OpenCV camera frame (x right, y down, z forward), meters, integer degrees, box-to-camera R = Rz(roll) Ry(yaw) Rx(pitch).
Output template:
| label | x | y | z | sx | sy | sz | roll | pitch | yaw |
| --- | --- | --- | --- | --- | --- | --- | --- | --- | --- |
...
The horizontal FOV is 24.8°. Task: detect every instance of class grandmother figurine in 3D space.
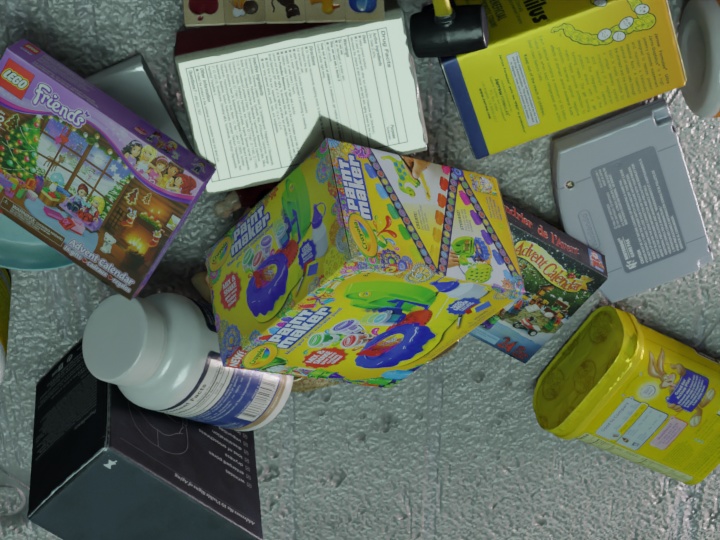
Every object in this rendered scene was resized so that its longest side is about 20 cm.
| label | x | y | z | sx | sy | sz | roll | pitch | yaw |
| --- | --- | --- | --- | --- | --- | --- | --- | --- | --- |
| grandmother figurine | -0.086 | -0.054 | 1.548 | 0.121 | 0.061 | 0.200 | 9 | 124 | -48 |

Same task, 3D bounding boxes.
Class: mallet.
| label | x | y | z | sx | sy | sz | roll | pitch | yaw |
| --- | --- | --- | --- | --- | --- | --- | --- | --- | --- |
| mallet | 0.068 | -0.242 | 1.311 | 0.066 | 0.041 | 0.200 | -2 | 147 | 5 |

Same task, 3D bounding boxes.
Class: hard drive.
| label | x | y | z | sx | sy | sz | roll | pitch | yaw |
| --- | --- | --- | --- | --- | --- | --- | --- | --- | --- |
| hard drive | -0.262 | -0.103 | 1.500 | 0.200 | 0.027 | 0.132 | -22 | 125 | 7 |

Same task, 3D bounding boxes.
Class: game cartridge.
| label | x | y | z | sx | sy | sz | roll | pitch | yaw |
| --- | --- | --- | --- | --- | --- | --- | --- | --- | --- |
| game cartridge | 0.261 | -0.064 | 1.608 | 0.133 | 0.040 | 0.200 | -23 | 125 | 2 |

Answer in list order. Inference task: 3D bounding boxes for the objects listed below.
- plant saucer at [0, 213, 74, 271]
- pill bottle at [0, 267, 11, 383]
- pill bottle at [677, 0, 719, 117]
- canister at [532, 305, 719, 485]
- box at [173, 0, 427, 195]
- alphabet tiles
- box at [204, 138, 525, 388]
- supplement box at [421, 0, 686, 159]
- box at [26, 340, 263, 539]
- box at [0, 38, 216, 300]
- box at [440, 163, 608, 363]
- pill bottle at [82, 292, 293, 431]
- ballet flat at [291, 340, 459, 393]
| label | x | y | z | sx | sy | sz | roll | pitch | yaw |
| --- | --- | --- | --- | --- | --- | --- | --- | --- | --- |
| plant saucer | -0.296 | -0.089 | 1.472 | 0.200 | 0.027 | 0.200 | -4 | 124 | -7 |
| pill bottle | -0.376 | 0.058 | 1.486 | 0.112 | 0.200 | 0.112 | -5 | 125 | -7 |
| pill bottle | 0.398 | -0.199 | 1.489 | 0.200 | 0.112 | 0.112 | -4 | 125 | -7 |
| canister | 0.304 | 0.137 | 1.725 | 0.200 | 0.087 | 0.149 | 24 | 118 | -25 |
| box | -0.053 | -0.158 | 1.430 | 0.200 | 0.109 | 0.128 | -12 | 110 | -1 |
| alphabet tiles | -0.050 | -0.287 | 1.355 | 0.200 | 0.008 | 0.167 | -3 | 86 | -8 |
| box | 0.000 | 0.000 | 1.446 | 0.193 | 0.122 | 0.200 | 10 | 145 | -35 |
| supplement box | 0.170 | -0.200 | 1.452 | 0.200 | 0.109 | 0.110 | -20 | 126 | 4 |
| box | -0.209 | 0.188 | 1.607 | 0.124 | 0.197 | 0.200 | -42 | 120 | 19 |
| box | -0.241 | -0.085 | 1.397 | 0.200 | 0.039 | 0.137 | 34 | 115 | -1 |
| box | 0.121 | -0.003 | 1.603 | 0.200 | 0.038 | 0.137 | 27 | 125 | -19 |
| pill bottle | -0.164 | 0.084 | 1.553 | 0.111 | 0.111 | 0.200 | -43 | 145 | 19 |
| ballet flat | 0.002 | 0.082 | 1.660 | 0.200 | 0.071 | 0.065 | -7 | 153 | -1 |
